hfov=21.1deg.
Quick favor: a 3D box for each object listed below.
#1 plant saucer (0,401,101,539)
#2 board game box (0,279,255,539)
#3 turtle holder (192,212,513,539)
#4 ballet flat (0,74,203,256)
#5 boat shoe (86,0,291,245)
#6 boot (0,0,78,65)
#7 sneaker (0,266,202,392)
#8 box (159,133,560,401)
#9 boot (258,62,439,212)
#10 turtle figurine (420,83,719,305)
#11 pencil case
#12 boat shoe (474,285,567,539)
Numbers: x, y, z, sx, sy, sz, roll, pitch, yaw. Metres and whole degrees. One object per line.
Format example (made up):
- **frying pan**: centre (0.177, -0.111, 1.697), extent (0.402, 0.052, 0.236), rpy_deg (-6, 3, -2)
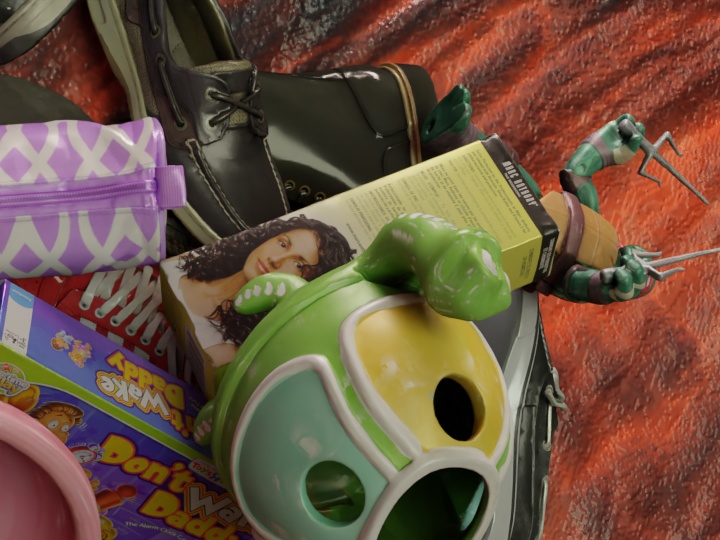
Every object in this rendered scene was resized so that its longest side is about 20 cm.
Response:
- **plant saucer**: centre (-0.227, 0.125, 0.932), extent (0.200, 0.201, 0.051), rpy_deg (25, 26, -29)
- **board game box**: centre (-0.140, 0.105, 0.997), extent (0.199, 0.134, 0.045), rpy_deg (32, 33, -26)
- **turtle holder**: centre (0.018, 0.067, 0.919), extent (0.186, 0.132, 0.141), rpy_deg (-45, 132, 6)
- **ballet flat**: centre (-0.142, -0.047, 1.073), extent (0.199, 0.046, 0.068), rpy_deg (25, 48, -26)
- **boat shoe**: centre (-0.087, -0.098, 1.071), extent (0.072, 0.065, 0.201), rpy_deg (-11, 72, -49)
- **boot**: centre (-0.188, -0.232, 1.048), extent (0.154, 0.073, 0.204), rpy_deg (41, 62, -20)
- **sneaker**: centre (-0.109, 0.026, 1.041), extent (0.200, 0.112, 0.072), rpy_deg (40, 63, -23)
- **box**: centre (0.000, 0.000, 1.007), extent (0.199, 0.050, 0.075), rpy_deg (-22, 60, -17)
- **boot**: centre (-0.018, -0.026, 1.142), extent (0.137, 0.077, 0.201), rpy_deg (0, 71, -30)
- **turtle figurine**: centre (0.126, -0.027, 1.145), extent (0.199, 0.101, 0.150), rpy_deg (21, 37, -26)
- **pencil case**: centre (-0.191, -0.034, 0.974), extent (0.198, 0.085, 0.085), rpy_deg (-7, 82, -11)
- **boat shoe**: centre (0.093, 0.086, 1.195), extent (0.068, 0.073, 0.201), rpy_deg (17, 68, -40)
